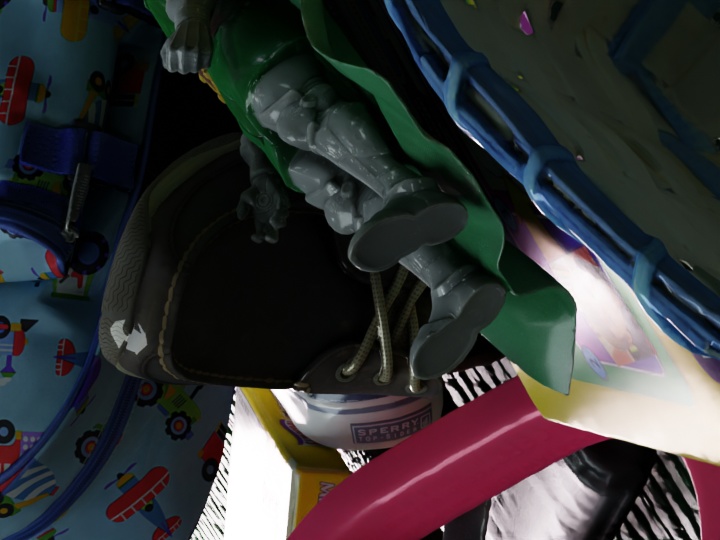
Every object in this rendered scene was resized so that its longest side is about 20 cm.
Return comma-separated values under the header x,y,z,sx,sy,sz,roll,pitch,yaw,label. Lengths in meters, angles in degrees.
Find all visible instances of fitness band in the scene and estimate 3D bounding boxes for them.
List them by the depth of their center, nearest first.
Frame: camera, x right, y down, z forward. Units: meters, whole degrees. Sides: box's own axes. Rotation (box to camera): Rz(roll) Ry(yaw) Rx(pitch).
x,y,z,sx,sy,sz,roll,pitch,yaw,label
0.040,0.106,0.873,0.037,0.200,0.144,36,-144,-35,fitness band

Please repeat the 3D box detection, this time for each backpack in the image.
x,y,z,sx,sy,sz,roll,pitch,yaw,label
-0.123,0.005,0.906,0.182,0.200,0.135,3,163,31,backpack

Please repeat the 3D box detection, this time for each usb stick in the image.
x,y,z,sx,sy,sz,roll,pitch,yaw,label
0.068,0.081,1.013,0.055,0.033,0.200,59,166,16,usb stick

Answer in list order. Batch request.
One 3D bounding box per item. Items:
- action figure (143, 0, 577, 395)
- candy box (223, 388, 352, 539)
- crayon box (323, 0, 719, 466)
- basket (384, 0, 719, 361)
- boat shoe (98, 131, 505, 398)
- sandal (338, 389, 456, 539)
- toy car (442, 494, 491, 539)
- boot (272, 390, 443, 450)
x,y,z,sx,sy,sz,roll,pitch,yaw,label
-0.021,-0.049,0.776,0.200,0.055,0.118,50,170,49,action figure
-0.030,0.104,1.085,0.200,0.026,0.102,-133,50,-79,candy box
0.051,-0.049,0.750,0.200,0.058,0.173,60,167,-11,crayon box
0.075,-0.062,0.466,0.176,0.139,0.200,47,-168,29,basket
0.000,0.000,0.855,0.073,0.200,0.075,18,106,28,boat shoe
0.007,0.051,1.129,0.200,0.048,0.075,56,171,55,sandal
0.071,0.153,0.973,0.164,0.158,0.200,30,138,37,toy car
-0.027,-0.008,1.079,0.200,0.073,0.090,31,133,59,boot
